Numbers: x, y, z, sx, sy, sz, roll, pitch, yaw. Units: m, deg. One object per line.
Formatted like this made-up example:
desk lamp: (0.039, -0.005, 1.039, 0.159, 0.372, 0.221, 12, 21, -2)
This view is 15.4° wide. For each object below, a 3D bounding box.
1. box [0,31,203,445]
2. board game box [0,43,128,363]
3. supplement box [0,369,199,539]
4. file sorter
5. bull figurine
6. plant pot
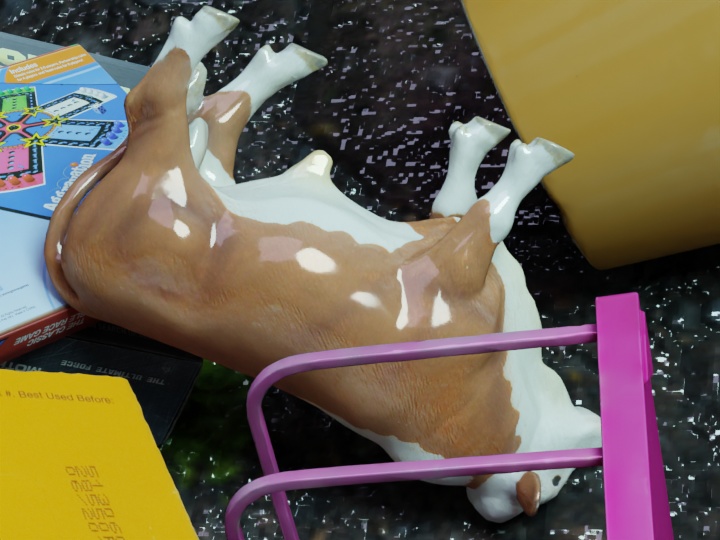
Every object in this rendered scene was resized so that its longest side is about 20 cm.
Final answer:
box: (-0.159, -0.026, 0.936, 0.199, 0.051, 0.158, 12, 42, -22)
board game box: (-0.134, -0.015, 0.882, 0.103, 0.019, 0.199, 46, 40, 18)
supplement box: (-0.106, 0.142, 0.712, 0.073, 0.201, 0.126, 4, 35, -29)
file sorter: (0.028, 0.132, 0.737, 0.124, 0.140, 0.201, -6, 44, 9)
bull figurine: (0.000, 0.000, 0.860, 0.199, 0.122, 0.065, 21, 3, -6)
plant pot: (0.137, -0.094, 0.915, 0.182, 0.201, 0.201, -25, 43, 9)
